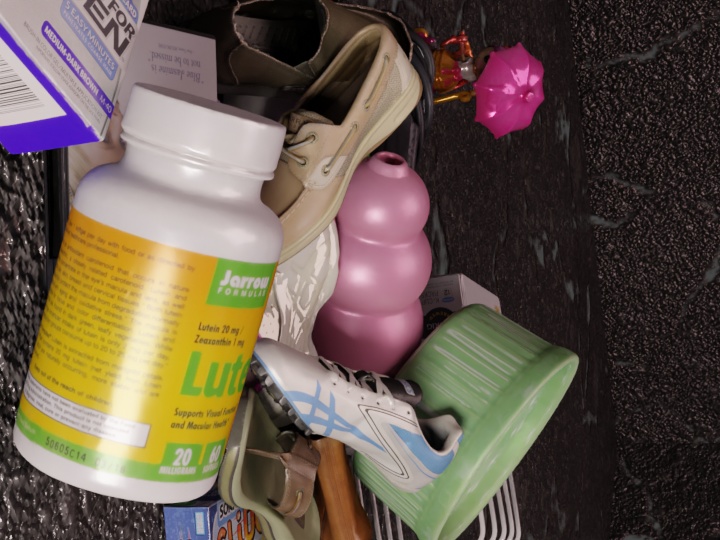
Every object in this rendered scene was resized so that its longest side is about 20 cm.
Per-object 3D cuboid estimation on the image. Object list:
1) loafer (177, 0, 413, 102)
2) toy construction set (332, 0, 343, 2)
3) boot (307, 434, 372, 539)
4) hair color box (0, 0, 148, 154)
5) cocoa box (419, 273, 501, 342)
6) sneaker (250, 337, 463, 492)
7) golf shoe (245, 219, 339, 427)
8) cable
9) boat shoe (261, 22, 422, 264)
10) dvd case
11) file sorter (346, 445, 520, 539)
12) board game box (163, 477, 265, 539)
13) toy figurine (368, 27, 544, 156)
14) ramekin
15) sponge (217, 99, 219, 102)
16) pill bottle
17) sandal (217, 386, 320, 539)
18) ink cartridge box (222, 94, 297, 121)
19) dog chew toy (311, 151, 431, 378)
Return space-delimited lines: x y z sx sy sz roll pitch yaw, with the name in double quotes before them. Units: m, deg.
"loafer" -0.034 -0.160 0.978 0.200 0.070 0.075 -9 83 -38
"toy construction set" -0.036 -0.302 1.134 0.131 0.092 0.200 51 6 7
"boot" -0.027 0.195 1.112 0.188 0.068 0.200 -115 -171 -77
"hair color box" -0.159 -0.173 0.705 0.109 0.065 0.200 55 36 -49
"cocoa box" 0.065 0.086 1.331 0.200 0.133 0.131 26 57 -73
"sneaker" -0.005 0.092 0.965 0.200 0.072 0.072 36 5 -38
"golf shoe" -0.067 0.019 0.992 0.092 0.075 0.200 3 93 -63
"cable" 0.013 -0.131 1.210 0.163 0.051 0.200 180 -87 -68
"boat shoe" -0.036 -0.086 0.938 0.200 0.072 0.065 -50 139 -15
"dvd case" -0.134 -0.052 0.817 0.143 0.018 0.200 0 88 -58
"file sorter" 0.071 0.217 1.313 0.200 0.139 0.125 34 47 -70
"board game box" -0.084 0.215 0.993 0.200 0.034 0.135 -16 103 -73
"toy figurine" 0.102 -0.197 1.424 0.200 0.184 0.150 -74 156 -49
"ramekin" 0.082 0.124 1.123 0.200 0.098 0.200 -47 162 -20
"sponge" -0.122 -0.019 0.902 0.112 0.030 0.200 -5 94 -74
"pill bottle" -0.104 0.009 0.712 0.111 0.111 0.200 -13 120 -74
"sandal" -0.051 0.142 0.951 0.201 0.057 0.080 63 29 -55
"ink cartridge box" -0.045 -0.110 1.110 0.200 0.067 0.116 47 43 -66
"dog chew toy" 0.000 0.000 1.071 0.125 0.124 0.200 -63 169 -59
